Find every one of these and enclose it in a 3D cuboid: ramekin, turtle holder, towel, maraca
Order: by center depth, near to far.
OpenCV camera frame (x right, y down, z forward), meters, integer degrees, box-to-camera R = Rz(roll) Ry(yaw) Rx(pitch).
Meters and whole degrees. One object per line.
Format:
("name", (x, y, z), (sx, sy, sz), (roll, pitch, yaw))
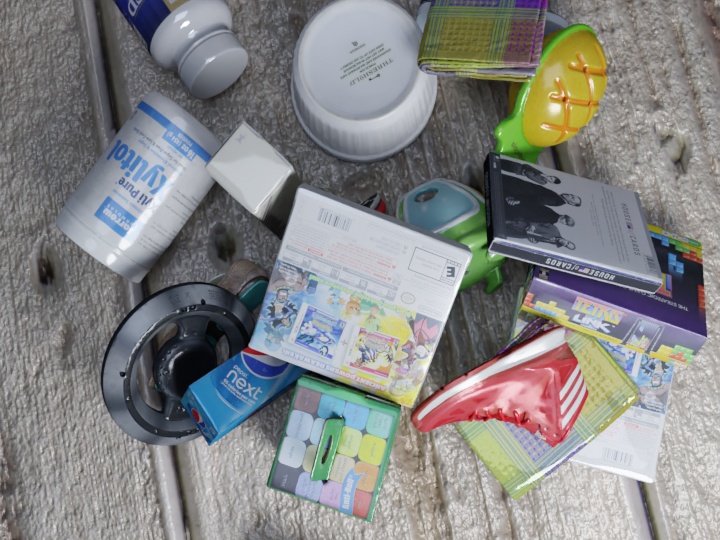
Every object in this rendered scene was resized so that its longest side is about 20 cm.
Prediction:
("towel", (0.209, 0.146, 0.860), (0.199, 0.023, 0.144), (-41, 82, 0))
("turtle holder", (0.116, -0.045, 0.889), (0.184, 0.140, 0.134), (-36, 66, 20))
("towel", (0.151, -0.310, 0.891), (0.140, 0.023, 0.204), (6, 64, 17))
("maraca", (0.228, -0.204, 0.915), (0.107, 0.136, 0.202), (37, 93, 41))
("ramekin", (0.002, -0.250, 0.947), (0.196, 0.094, 0.209), (-1, 82, 4))

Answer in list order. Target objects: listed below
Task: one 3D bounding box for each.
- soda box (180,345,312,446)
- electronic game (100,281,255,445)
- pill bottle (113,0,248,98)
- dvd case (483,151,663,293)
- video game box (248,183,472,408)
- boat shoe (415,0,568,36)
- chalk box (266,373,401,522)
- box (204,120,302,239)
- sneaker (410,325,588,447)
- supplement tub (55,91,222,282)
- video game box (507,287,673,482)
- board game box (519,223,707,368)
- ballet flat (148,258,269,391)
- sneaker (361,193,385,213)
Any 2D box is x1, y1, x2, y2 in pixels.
("soda box", (-0.108, 0.116, 0.877), (0.198, 0.068, 0.065), (-33, 82, -31))
("electronic game", (-0.207, 0.112, 0.882), (0.041, 0.199, 0.202), (27, 82, 48))
("pill bottle", (-0.234, -0.329, 0.960), (0.119, 0.120, 0.202), (-36, 82, -2))
("dvd case", (0.236, -0.057, 0.850), (0.195, 0.025, 0.153), (15, 45, -7))
("video game box", (-0.001, 0.029, 0.806), (0.195, 0.047, 0.186), (20, 102, -2))
("boat shoe", (0.171, -0.329, 0.960), (0.194, 0.074, 0.070), (9, 66, 17))
("chalk box", (-0.024, 0.193, 0.837), (0.121, 0.200, 0.128), (17, 85, 4))
("box", (-0.112, -0.098, 0.880), (0.082, 0.200, 0.069), (42, 88, 8))
("sneaker", (0.159, 0.154, 0.814), (0.197, 0.078, 0.117), (-29, 80, 2))
("supplement tub", (-0.265, -0.104, 0.927), (0.131, 0.132, 0.202), (35, 85, 7))
("video game box", (0.266, 0.134, 0.898), (0.195, 0.047, 0.187), (14, 86, 6))
("board game box", (0.295, 0.004, 0.871), (0.195, 0.058, 0.167), (19, 44, 5))
("ballet flat", (-0.198, 0.063, 0.942), (0.199, 0.068, 0.067), (-43, 63, -8))
("sneaker", (0.000, 0.000, 0.917), (0.084, 0.076, 0.204), (32, 57, -23))
